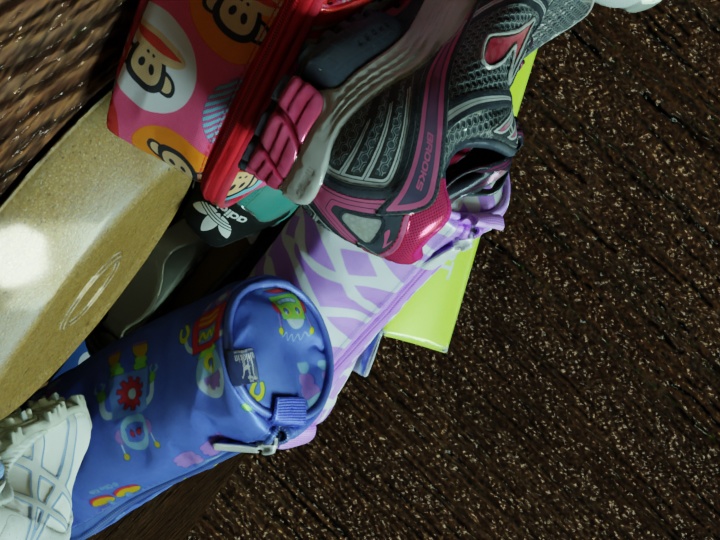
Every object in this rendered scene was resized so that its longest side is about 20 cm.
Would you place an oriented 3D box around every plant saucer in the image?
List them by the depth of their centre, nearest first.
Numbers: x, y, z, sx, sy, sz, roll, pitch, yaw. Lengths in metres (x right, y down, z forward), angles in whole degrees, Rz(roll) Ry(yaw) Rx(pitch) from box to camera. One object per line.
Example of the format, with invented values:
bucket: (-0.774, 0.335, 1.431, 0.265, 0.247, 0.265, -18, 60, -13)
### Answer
plant saucer: (-0.127, -0.001, 0.940, 0.200, 0.035, 0.200, -52, 176, -5)

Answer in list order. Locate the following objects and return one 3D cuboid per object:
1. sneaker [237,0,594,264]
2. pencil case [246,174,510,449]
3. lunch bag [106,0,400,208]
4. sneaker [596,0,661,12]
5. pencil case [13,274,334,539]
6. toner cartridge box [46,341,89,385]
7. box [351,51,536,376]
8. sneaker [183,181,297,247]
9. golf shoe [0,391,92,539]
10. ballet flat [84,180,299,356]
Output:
sneaker: (0.035, -0.065, 0.827, 0.200, 0.075, 0.081, -43, 168, -44)
pencil case: (0.000, 0.000, 1.117, 0.084, 0.086, 0.200, -12, 153, -42)
lunch bag: (-0.007, -0.133, 0.860, 0.200, 0.082, 0.176, -45, 168, -48)
sneaker: (0.133, -0.219, 1.213, 0.078, 0.099, 0.201, -26, -134, 44)
pencil case: (-0.100, 0.074, 1.107, 0.200, 0.087, 0.078, -27, 149, 36)
toner cartridge box: (-0.095, -0.003, 1.256, 0.200, 0.043, 0.095, -53, 178, 5)
box: (0.030, -0.043, 1.223, 0.122, 0.047, 0.201, 22, -84, 68)
sneaker: (-0.042, -0.071, 1.048, 0.080, 0.071, 0.200, -43, -172, 19)
golf shoe: (-0.163, 0.116, 0.998, 0.078, 0.098, 0.200, -21, -175, 14)
ballet flat: (-0.076, -0.023, 1.156, 0.200, 0.068, 0.068, -54, 168, 12)
